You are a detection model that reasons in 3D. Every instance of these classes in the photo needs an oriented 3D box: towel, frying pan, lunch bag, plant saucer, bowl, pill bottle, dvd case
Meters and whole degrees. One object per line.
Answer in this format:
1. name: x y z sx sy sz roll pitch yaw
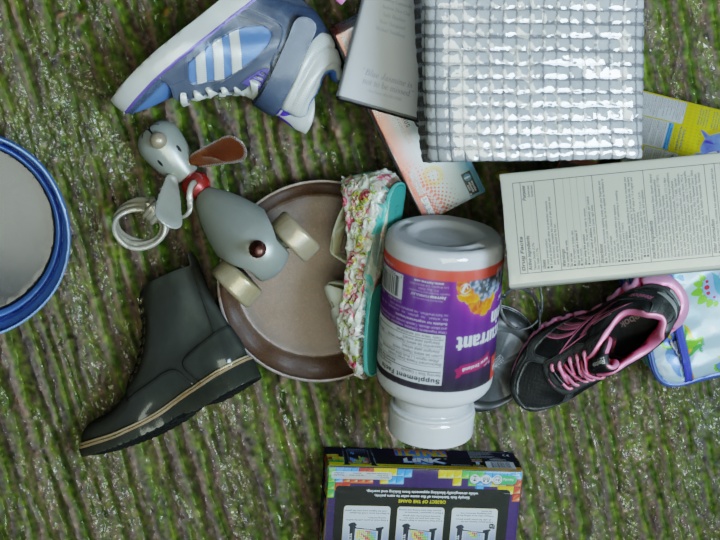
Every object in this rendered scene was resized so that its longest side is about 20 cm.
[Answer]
1. towel: 0.147 -0.178 1.435 0.199 0.086 0.167 -3 95 -8
2. frying pan: 0.117 0.057 1.603 0.114 0.031 0.191 -22 116 -12
3. lunch bag: 0.333 0.007 1.604 0.160 0.082 0.201 -13 104 0
4. plant saucer: -0.040 0.008 1.587 0.199 0.035 0.202 -2 105 -6
5. bowl: -0.373 -0.036 1.538 0.199 0.039 0.202 -2 104 -6
6. pill bottle: 0.072 0.059 1.521 0.111 0.112 0.201 1 112 -6
7. dvd case: 0.070 -0.234 1.483 0.142 0.018 0.201 14 93 -10

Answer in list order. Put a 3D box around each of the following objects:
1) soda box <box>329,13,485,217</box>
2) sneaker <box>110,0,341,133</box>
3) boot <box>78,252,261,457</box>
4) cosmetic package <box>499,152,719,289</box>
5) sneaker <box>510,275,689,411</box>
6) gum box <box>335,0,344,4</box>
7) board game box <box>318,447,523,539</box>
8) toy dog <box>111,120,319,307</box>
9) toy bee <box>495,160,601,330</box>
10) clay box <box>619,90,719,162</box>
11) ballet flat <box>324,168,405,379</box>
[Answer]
1. soda box: 0.044 -0.152 1.541 0.068 0.064 0.201 -26 106 0
2. sneaker: -0.113 -0.169 1.510 0.200 0.081 0.147 -39 100 -2
3. boot: -0.205 0.085 1.582 0.199 0.077 0.139 -28 83 14
4. cosmetic package: 0.226 -0.042 1.445 0.199 0.073 0.104 -4 88 7
5. sneaker: 0.220 0.078 1.551 0.200 0.095 0.079 -37 99 23
6. gum box: -0.058 -0.307 1.426 0.113 0.200 0.066 37 97 -21
7. board game box: 0.057 0.267 1.650 0.199 0.057 0.166 3 105 -7
8. toy dog: -0.134 -0.056 1.499 0.199 0.096 0.132 26 84 4
9. toy bee: 0.192 -0.045 1.541 0.130 0.109 0.201 1 87 8
10. clay box: 0.343 -0.093 1.522 0.199 0.115 0.048 17 140 8
11. ballet flat: 0.000 0.000 1.547 0.064 0.076 0.201 12 99 23
